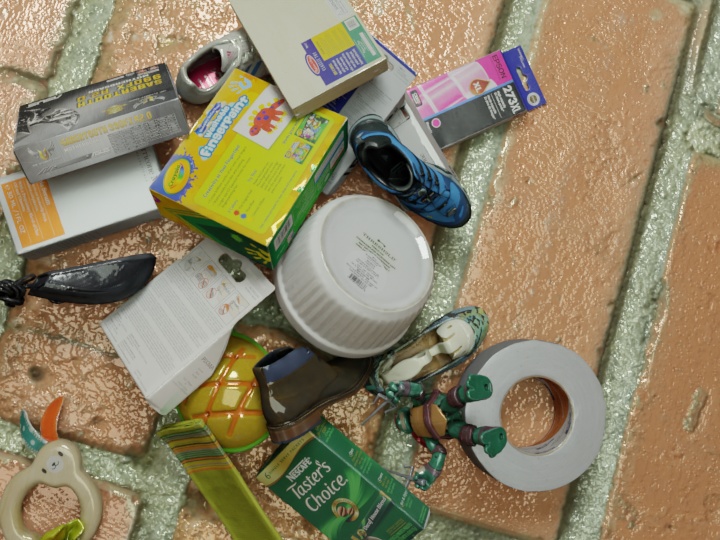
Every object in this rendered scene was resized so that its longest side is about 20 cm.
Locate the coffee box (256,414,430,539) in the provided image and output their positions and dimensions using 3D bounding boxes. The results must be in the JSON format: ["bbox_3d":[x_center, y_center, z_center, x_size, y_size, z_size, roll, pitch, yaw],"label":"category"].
[{"bbox_3d":[-0.024,0.286,1.001,0.200,0.044,0.123,42,119,-3],"label":"coffee box"}]

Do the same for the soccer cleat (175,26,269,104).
[{"bbox_3d":[-0.155,-0.286,1.032,0.199,0.086,0.070,-36,91,-11],"label":"soccer cleat"}]

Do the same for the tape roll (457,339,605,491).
[{"bbox_3d":[0.230,0.195,1.063,0.198,0.066,0.202,0,86,-8],"label":"tape roll"}]

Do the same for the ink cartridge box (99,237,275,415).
[{"bbox_3d":[-0.211,0.057,0.974,0.200,0.050,0.161,-39,49,-10],"label":"ink cartridge box"}]

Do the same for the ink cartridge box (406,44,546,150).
[{"bbox_3d":[0.165,-0.245,1.103,0.199,0.037,0.095,-25,90,-11],"label":"ink cartridge box"}]

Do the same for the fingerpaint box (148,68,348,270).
[{"bbox_3d":[-0.133,-0.127,0.964,0.166,0.073,0.201,25,68,10],"label":"fingerpaint box"}]

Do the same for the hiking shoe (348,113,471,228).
[{"bbox_3d":[0.062,-0.108,0.982,0.199,0.087,0.074,35,115,-19],"label":"hiking shoe"}]

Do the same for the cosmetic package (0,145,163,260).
[{"bbox_3d":[-0.349,-0.094,0.999,0.199,0.071,0.102,-20,89,-10],"label":"cosmetic package"}]

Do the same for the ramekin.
[{"bbox_3d":[0.000,0.000,0.984,0.199,0.105,0.202,13,60,-23],"label":"ramekin"}]

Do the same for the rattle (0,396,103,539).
[{"bbox_3d":[-0.389,0.265,0.937,0.129,0.143,0.202,3,91,11],"label":"rattle"}]

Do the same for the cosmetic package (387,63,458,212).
[{"bbox_3d":[0.046,-0.186,1.058,0.082,0.051,0.201,-31,90,20],"label":"cosmetic package"}]

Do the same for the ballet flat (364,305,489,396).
[{"bbox_3d":[0.097,0.113,1.049,0.199,0.074,0.075,-32,91,-9],"label":"ballet flat"}]

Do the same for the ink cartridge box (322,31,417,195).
[{"bbox_3d":[-0.017,-0.207,1.026,0.099,0.039,0.200,42,108,7],"label":"ink cartridge box"}]

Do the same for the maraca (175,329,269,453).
[{"bbox_3d":[-0.179,0.135,0.992,0.137,0.107,0.201,-31,73,-11],"label":"maraca"}]

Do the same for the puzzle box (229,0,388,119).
[{"bbox_3d":[-0.068,-0.297,0.979,0.132,0.025,0.201,-28,67,-3],"label":"puzzle box"}]

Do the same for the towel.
[{"bbox_3d":[-0.174,0.271,0.973,0.201,0.086,0.018,60,42,-15],"label":"towel"}]

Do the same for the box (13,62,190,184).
[{"bbox_3d":[-0.322,-0.188,0.969,0.199,0.159,0.049,-20,124,-8],"label":"box"}]

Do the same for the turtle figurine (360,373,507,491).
[{"bbox_3d":[0.089,0.194,0.999,0.101,0.199,0.150,-37,101,-43],"label":"turtle figurine"}]

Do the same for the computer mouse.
[{"bbox_3d":[-0.351,0.022,0.973,0.199,0.138,0.053,-13,90,-21],"label":"computer mouse"}]

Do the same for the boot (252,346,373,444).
[{"bbox_3d":[-0.055,0.122,0.977,0.200,0.074,0.098,-38,114,-48],"label":"boot"}]
